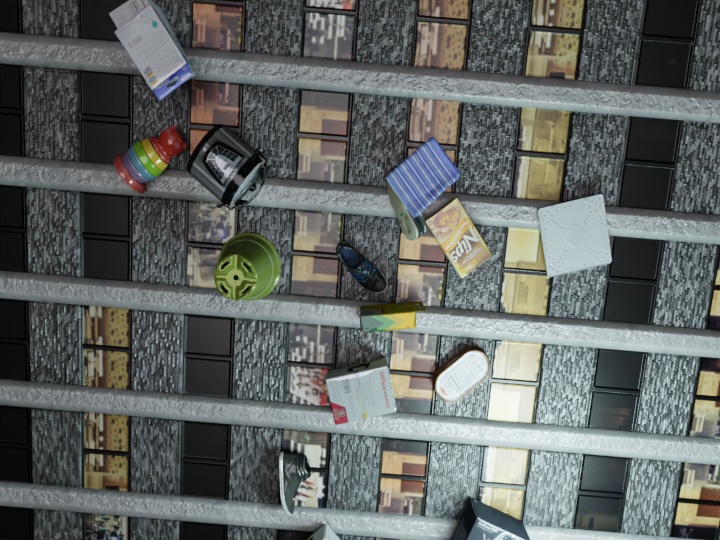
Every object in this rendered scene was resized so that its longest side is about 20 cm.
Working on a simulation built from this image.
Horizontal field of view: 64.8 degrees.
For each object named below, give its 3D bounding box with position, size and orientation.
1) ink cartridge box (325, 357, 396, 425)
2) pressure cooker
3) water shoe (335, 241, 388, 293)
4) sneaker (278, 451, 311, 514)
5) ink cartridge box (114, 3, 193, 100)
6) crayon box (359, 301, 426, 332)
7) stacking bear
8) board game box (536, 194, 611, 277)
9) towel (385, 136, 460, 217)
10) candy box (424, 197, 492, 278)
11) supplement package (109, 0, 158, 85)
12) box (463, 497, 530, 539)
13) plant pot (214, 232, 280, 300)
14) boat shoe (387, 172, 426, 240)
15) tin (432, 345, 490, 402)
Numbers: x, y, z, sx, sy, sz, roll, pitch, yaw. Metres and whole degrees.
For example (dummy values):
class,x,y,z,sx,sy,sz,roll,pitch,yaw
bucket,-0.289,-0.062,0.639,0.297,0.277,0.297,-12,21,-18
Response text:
class,x,y,z,sx,sy,sz,roll,pitch,yaw
ink cartridge box,0.003,0.368,1.734,0.192,0.083,0.152,-12,98,3
pressure cooker,-0.362,-0.284,1.593,0.199,0.180,0.176,40,136,-6
water shoe,0.000,0.000,1.678,0.199,0.079,0.072,41,98,-5
sneaker,-0.201,0.673,1.790,0.095,0.071,0.209,-4,95,6
ink cartridge box,-0.525,-0.556,1.461,0.117,0.042,0.204,-33,95,3
crayon box,0.095,0.135,1.674,0.192,0.127,0.053,-6,100,2
stacking bear,-0.592,-0.330,1.625,0.197,0.114,0.124,-34,97,1
board game box,0.631,-0.103,1.681,0.192,0.026,0.208,-12,99,2
towel,0.183,-0.270,1.629,0.199,0.024,0.146,-41,97,-15
candy box,0.287,-0.097,1.671,0.114,0.055,0.203,-34,97,6
supplement package,-0.562,-0.613,1.551,0.108,0.156,0.205,-27,98,3
box,0.400,0.869,1.789,0.194,0.124,0.202,24,97,-3
plant pot,-0.339,0.006,1.629,0.191,0.190,0.209,0,100,1
boat shoe,0.136,-0.193,1.664,0.066,0.071,0.206,-23,92,-32
tin,0.311,0.320,1.747,0.199,0.042,0.113,-40,92,7
